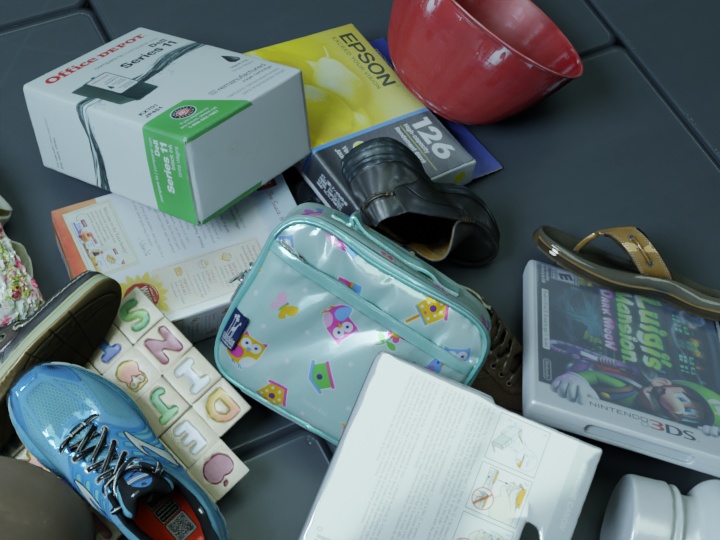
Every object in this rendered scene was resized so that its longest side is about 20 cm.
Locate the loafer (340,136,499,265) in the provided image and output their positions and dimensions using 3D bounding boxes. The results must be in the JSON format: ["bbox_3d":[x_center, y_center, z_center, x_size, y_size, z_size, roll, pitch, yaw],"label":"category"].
[{"bbox_3d":[0.057,-0.037,0.928,0.200,0.073,0.073,25,43,-45],"label":"loafer"}]

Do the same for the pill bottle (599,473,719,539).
[{"bbox_3d":[0.288,0.221,0.829,0.199,0.114,0.115,14,58,0],"label":"pill bottle"}]

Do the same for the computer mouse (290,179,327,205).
[{"bbox_3d":[0.000,0.000,0.974,0.058,0.034,0.200,-23,70,-33],"label":"computer mouse"}]

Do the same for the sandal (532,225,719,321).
[{"bbox_3d":[0.251,-0.008,0.975,0.199,0.055,0.082,20,15,8],"label":"sandal"}]

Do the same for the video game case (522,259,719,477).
[{"bbox_3d":[0.222,0.076,0.911,0.181,0.023,0.200,17,34,-3],"label":"video game case"}]

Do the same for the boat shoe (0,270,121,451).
[{"bbox_3d":[-0.261,0.070,0.810,0.065,0.073,0.200,35,73,23],"label":"boat shoe"}]

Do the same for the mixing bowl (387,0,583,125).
[{"bbox_3d":[0.100,-0.211,1.046,0.200,0.108,0.200,30,29,-19],"label":"mixing bowl"}]

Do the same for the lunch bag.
[{"bbox_3d":[-0.007,0.047,0.853,0.200,0.161,0.077,31,20,-1],"label":"lunch bag"}]

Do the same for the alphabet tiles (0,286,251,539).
[{"bbox_3d":[-0.188,0.116,0.843,0.166,0.006,0.200,-43,82,-10],"label":"alphabet tiles"}]

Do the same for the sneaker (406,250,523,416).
[{"bbox_3d":[0.089,0.061,0.906,0.200,0.076,0.071,35,55,1],"label":"sneaker"}]

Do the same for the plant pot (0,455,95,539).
[{"bbox_3d":[-0.258,0.223,0.721,0.200,0.201,0.175,17,39,2],"label":"plant pot"}]

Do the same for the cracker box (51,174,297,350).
[{"bbox_3d":[-0.144,-0.012,0.939,0.199,0.058,0.134,-18,64,-18],"label":"cracker box"}]

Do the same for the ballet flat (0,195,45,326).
[{"bbox_3d":[-0.318,-0.027,0.926,0.064,0.076,0.200,-2,58,-46],"label":"ballet flat"}]

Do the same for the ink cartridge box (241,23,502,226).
[{"bbox_3d":[0.011,-0.146,1.031,0.200,0.047,0.198,-26,66,-33],"label":"ink cartridge box"}]

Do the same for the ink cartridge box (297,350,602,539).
[{"bbox_3d":[0.053,0.181,0.771,0.173,0.044,0.201,24,76,1],"label":"ink cartridge box"}]

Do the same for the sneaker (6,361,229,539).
[{"bbox_3d":[-0.162,0.137,0.774,0.200,0.090,0.078,44,73,-6],"label":"sneaker"}]

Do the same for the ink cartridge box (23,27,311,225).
[{"bbox_3d":[-0.165,-0.129,0.939,0.200,0.083,0.147,20,42,32],"label":"ink cartridge box"}]
